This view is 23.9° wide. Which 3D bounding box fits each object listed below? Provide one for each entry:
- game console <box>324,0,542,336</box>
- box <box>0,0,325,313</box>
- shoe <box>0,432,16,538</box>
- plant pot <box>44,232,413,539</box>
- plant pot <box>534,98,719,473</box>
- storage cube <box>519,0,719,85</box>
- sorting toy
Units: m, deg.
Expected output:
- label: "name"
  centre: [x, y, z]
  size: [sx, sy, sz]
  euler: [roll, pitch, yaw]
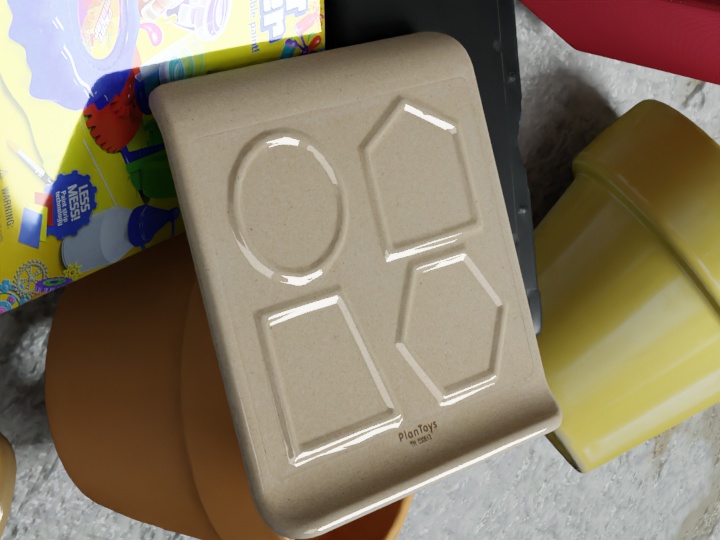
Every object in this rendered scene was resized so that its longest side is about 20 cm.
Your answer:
- label: "game console"
  centre: [0.029, -0.059, 0.895]
  size: [0.175, 0.116, 0.202]
  euler: [-3, 87, -38]
- label: "box"
  centre: [-0.124, -0.122, 0.751]
  size: [0.192, 0.122, 0.201]
  euler: [-27, 130, -35]
- label: "shoe"
  centre: [-0.241, 0.158, 0.830]
  size: [0.201, 0.070, 0.053]
  euler: [-55, 143, -7]
- label: "plant pot"
  centre: [-0.066, 0.054, 0.863]
  size: [0.200, 0.139, 0.202]
  euler: [-1, 90, -66]
- label: "plant pot"
  centre: [0.175, 0.023, 1.110]
  size: [0.188, 0.201, 0.201]
  euler: [-38, 137, -1]
- label: "storage cube"
  centre: [0.195, -0.207, 0.957]
  size: [0.200, 0.179, 0.172]
  euler: [22, 87, -60]
- label: "sorting toy"
  centre: [0.000, 0.000, 0.772]
  size: [0.184, 0.036, 0.202]
  euler: [-17, 91, -41]
